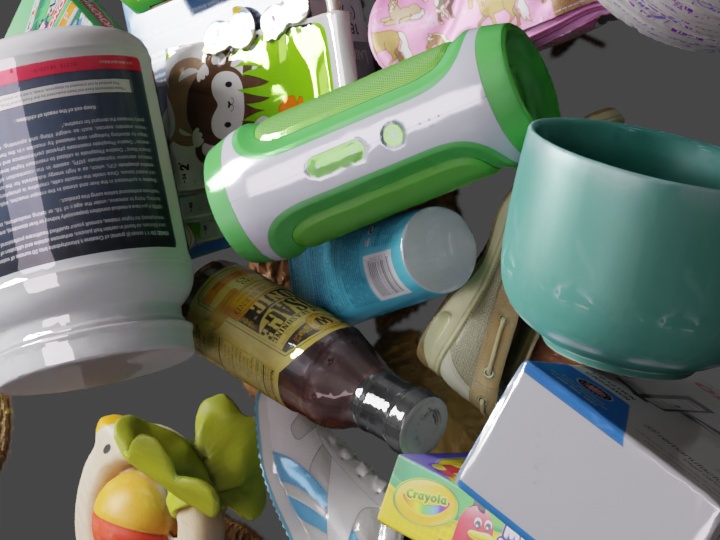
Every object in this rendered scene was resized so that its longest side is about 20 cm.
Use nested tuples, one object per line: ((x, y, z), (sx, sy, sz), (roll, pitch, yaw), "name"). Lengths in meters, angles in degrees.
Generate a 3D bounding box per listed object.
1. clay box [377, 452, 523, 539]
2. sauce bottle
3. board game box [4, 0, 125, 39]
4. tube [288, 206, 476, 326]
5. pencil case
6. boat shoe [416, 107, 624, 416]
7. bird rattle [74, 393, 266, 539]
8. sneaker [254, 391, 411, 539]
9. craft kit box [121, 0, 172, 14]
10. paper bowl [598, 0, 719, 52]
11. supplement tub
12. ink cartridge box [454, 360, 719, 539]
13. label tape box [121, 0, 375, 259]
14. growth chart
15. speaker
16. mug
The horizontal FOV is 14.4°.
((0.122, 0.161, 1.621), (0.199, 0.115, 0.048), (24, 101, 32), "clay box")
((-0.028, 0.055, 1.716), (0.199, 0.066, 0.066), (27, 104, 38), "sauce bottle")
((-0.218, -0.086, 1.896), (0.135, 0.029, 0.201), (48, 117, 47), "board game box")
((0.000, 0.000, 1.721), (0.200, 0.050, 0.078), (-13, 76, 62), "tube")
((0.102, -0.162, 1.661), (0.199, 0.083, 0.087), (-23, 83, 32), "pencil case")
((0.107, -0.005, 1.664), (0.063, 0.073, 0.201), (42, 115, 19), "boat shoe")
((-0.122, 0.174, 1.829), (0.163, 0.112, 0.201), (23, 115, 45), "bird rattle")
((-0.006, 0.149, 1.745), (0.080, 0.077, 0.201), (-26, 69, 8), "sneaker")
((-0.065, -0.276, 1.755), (0.197, 0.048, 0.201), (-17, 53, 31), "craft kit box")
((0.177, -0.215, 1.541), (0.104, 0.200, 0.202), (-31, 71, 54), "paper bowl")
((-0.179, -0.036, 1.722), (0.140, 0.140, 0.201), (-18, 79, 34), "supplement tub")
((0.169, 0.122, 1.537), (0.146, 0.199, 0.085), (36, 107, 30), "ink cartridge box")
((-0.065, -0.118, 1.789), (0.144, 0.063, 0.202), (-17, 82, 34), "label tape box")
((-0.076, -0.088, 1.749), (0.199, 0.018, 0.146), (-22, 77, 32), "growth chart")
((0.012, -0.072, 1.635), (0.199, 0.088, 0.089), (-22, 77, 22), "speaker")
((0.167, -0.004, 1.544), (0.184, 0.152, 0.115), (17, 104, 15), "mug")
